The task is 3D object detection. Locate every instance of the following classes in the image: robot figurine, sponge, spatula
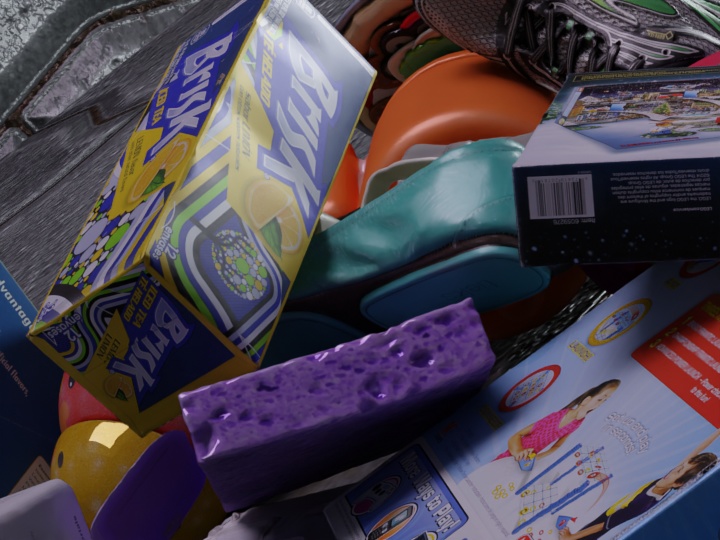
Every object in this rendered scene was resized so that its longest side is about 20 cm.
[{"bbox_3d":[0.056,-0.040,1.140,0.144,0.117,0.200,-34,13,15],"label":"robot figurine"},{"bbox_3d":[-0.010,0.055,0.928,0.111,0.030,0.200,-19,-10,-4],"label":"sponge"},{"bbox_3d":[-0.086,0.114,1.003,0.057,0.021,0.200,-54,-9,-17],"label":"spatula"}]

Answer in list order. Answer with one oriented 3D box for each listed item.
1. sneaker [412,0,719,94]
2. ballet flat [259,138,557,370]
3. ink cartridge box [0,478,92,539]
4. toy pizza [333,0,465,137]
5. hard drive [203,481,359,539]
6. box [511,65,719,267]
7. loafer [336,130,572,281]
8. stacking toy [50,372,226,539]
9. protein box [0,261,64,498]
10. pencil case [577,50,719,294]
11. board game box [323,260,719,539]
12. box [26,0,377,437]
[{"bbox_3d":[0.116,-0.104,1.090,0.085,0.199,0.078,-61,-13,-53],"label":"sneaker"},{"bbox_3d":[0.000,0.000,0.959,0.199,0.067,0.071,-24,49,37],"label":"ballet flat"},{"bbox_3d":[-0.188,0.151,0.853,0.145,0.084,0.200,-20,1,16],"label":"ink cartridge box"},{"bbox_3d":[0.079,-0.104,1.233,0.200,0.200,0.032,-27,55,34],"label":"toy pizza"},{"bbox_3d":[-0.064,0.160,0.931,0.139,0.038,0.200,-19,21,51],"label":"hard drive"},{"bbox_3d":[0.162,-0.042,0.840,0.199,0.038,0.137,-2,17,14],"label":"box"},{"bbox_3d":[0.044,-0.023,0.989,0.200,0.070,0.070,-33,21,32],"label":"loafer"},{"bbox_3d":[-0.100,0.089,1.132,0.146,0.146,0.201,-23,35,43],"label":"stacking toy"},{"bbox_3d":[-0.226,0.110,1.152,0.135,0.199,0.200,-28,15,27],"label":"protein box"},{"bbox_3d":[0.172,-0.059,0.994,0.199,0.089,0.088,-27,16,33],"label":"pencil case"},{"bbox_3d":[0.093,0.071,0.806,0.195,0.056,0.200,-36,13,0],"label":"board game box"},{"bbox_3d":[-0.057,-0.031,0.948,0.070,0.064,0.200,-31,24,34],"label":"box"}]
